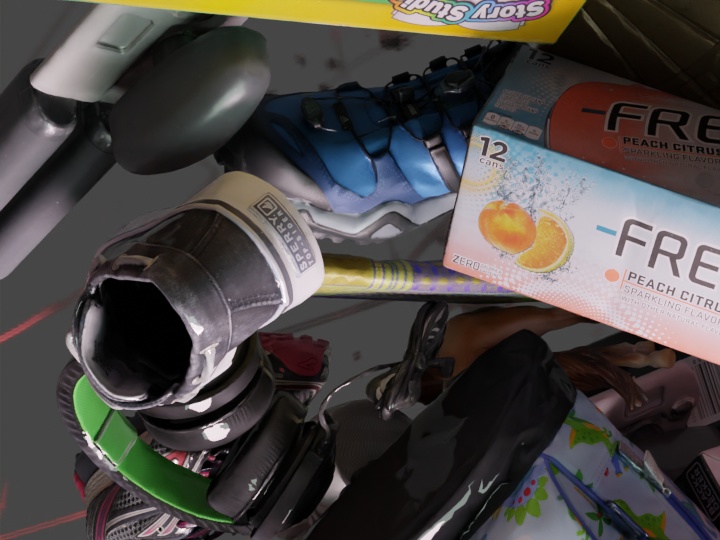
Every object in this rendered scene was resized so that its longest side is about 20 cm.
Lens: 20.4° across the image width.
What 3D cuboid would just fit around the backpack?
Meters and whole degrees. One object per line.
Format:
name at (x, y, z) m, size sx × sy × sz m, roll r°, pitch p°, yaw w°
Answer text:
backpack at (0.091, 0.156, 0.859) m, size 0.200 × 0.154 × 0.163 m, roll 40°, pitch 108°, yaw -20°

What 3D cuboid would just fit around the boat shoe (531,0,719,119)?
boat shoe at (0.144, -0.118, 0.730) m, size 0.071 × 0.065 × 0.200 m, roll 44°, pitch 124°, yaw -13°

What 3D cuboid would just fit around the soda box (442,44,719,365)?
soda box at (0.134, -0.011, 0.724) m, size 0.199 × 0.064 × 0.069 m, roll 20°, pitch 129°, yaw 10°

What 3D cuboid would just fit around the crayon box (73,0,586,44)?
crayon box at (0.000, -0.139, 0.654) m, size 0.199 × 0.059 × 0.119 m, roll 2°, pitch 147°, yaw -25°

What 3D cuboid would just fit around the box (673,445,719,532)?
box at (0.181, 0.148, 0.984) m, size 0.116 × 0.060 × 0.200 m, roll -13°, pitch 152°, yaw -29°

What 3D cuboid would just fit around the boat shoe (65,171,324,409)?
boat shoe at (-0.079, 0.021, 0.753) m, size 0.068 × 0.072 × 0.200 m, roll -39°, pitch -173°, yaw -25°

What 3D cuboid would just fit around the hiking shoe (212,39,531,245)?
hiking shoe at (0.035, -0.063, 0.803) m, size 0.199 × 0.075 × 0.087 m, roll 0°, pitch 133°, yaw -32°

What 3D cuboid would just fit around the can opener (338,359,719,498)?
can opener at (0.085, 0.097, 0.956) m, size 0.199 × 0.067 × 0.053 m, roll -17°, pitch 134°, yaw -16°

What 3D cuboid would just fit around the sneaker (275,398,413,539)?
sneaker at (-0.012, 0.122, 1.053) m, size 0.115 × 0.074 × 0.200 m, roll -19°, pitch 161°, yaw 21°

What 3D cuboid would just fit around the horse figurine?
horse figurine at (0.081, 0.040, 0.959) m, size 0.132 × 0.050 × 0.200 m, roll -8°, pitch -179°, yaw -2°

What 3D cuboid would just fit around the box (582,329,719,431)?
box at (0.231, 0.088, 1.089) m, size 0.199 × 0.105 × 0.182 m, roll -24°, pitch 150°, yaw 19°

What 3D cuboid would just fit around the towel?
towel at (0.000, 0.000, 0.871) m, size 0.199 × 0.023 × 0.143 m, roll 2°, pitch 176°, yaw -23°

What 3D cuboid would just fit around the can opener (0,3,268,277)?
can opener at (-0.110, -0.047, 0.749) m, size 0.052 × 0.067 × 0.200 m, roll 13°, pitch 147°, yaw -36°

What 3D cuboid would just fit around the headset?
headset at (-0.048, 0.058, 0.899) m, size 0.199 × 0.094 × 0.124 m, roll -10°, pitch 128°, yaw 44°

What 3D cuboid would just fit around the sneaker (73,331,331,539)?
sneaker at (-0.074, 0.094, 1.006) m, size 0.080 × 0.075 × 0.200 m, roll 8°, pitch 143°, yaw -33°
